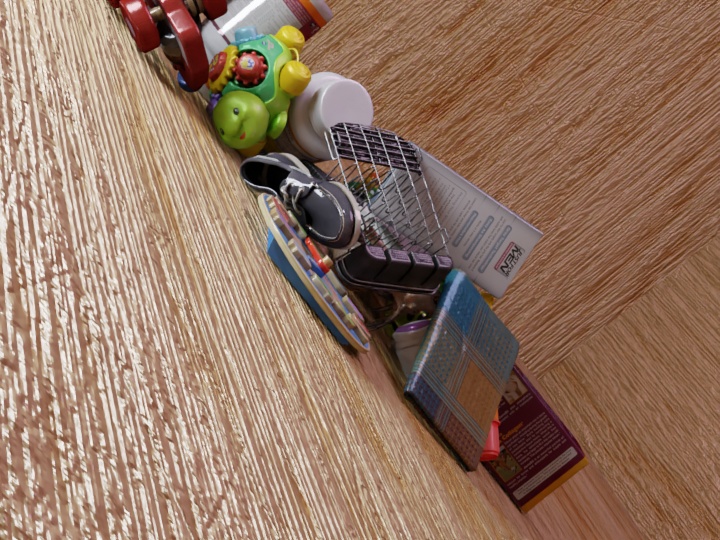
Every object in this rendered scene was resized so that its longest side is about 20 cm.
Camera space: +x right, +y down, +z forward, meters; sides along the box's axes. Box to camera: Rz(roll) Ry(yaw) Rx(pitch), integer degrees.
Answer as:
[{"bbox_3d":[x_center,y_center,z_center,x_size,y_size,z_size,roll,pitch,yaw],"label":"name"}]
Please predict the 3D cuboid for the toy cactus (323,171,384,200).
[{"bbox_3d":[-0.015,-0.101,1.968,0.162,0.104,0.200,13,18,6],"label":"toy cactus"}]

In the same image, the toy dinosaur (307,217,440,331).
[{"bbox_3d":[0.000,0.000,1.674,0.199,0.086,0.136,34,-19,42],"label":"toy dinosaur"}]

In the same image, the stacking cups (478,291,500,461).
[{"bbox_3d":[0.142,0.129,1.696,0.060,0.060,0.203,42,41,-58],"label":"stacking cups"}]

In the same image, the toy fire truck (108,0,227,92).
[{"bbox_3d":[-0.225,-0.298,1.632,0.201,0.111,0.169,56,-11,30],"label":"toy fire truck"}]

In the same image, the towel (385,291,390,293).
[{"bbox_3d":[0.037,0.002,1.903,0.199,0.032,0.191,33,-8,43],"label":"towel"}]

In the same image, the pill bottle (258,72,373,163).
[{"bbox_3d":[-0.065,-0.192,1.784,0.110,0.109,0.199,49,-24,-19],"label":"pill bottle"}]

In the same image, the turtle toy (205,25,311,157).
[{"bbox_3d":[-0.137,-0.219,1.705,0.100,0.146,0.202,23,35,-27],"label":"turtle toy"}]

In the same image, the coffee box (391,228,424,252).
[{"bbox_3d":[0.084,0.015,2.074,0.201,0.080,0.114,51,-14,-12],"label":"coffee box"}]

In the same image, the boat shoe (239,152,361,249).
[{"bbox_3d":[-0.070,-0.078,1.548,0.062,0.074,0.200,2,24,-36],"label":"boat shoe"}]

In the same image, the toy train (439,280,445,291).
[{"bbox_3d":[0.097,0.015,1.768,0.200,0.041,0.057,-1,72,-73],"label":"toy train"}]

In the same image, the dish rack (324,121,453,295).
[{"bbox_3d":[0.025,-0.076,1.600,0.152,0.054,0.202,8,55,-41],"label":"dish rack"}]

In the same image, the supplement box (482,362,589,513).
[{"bbox_3d":[0.190,0.195,1.795,0.201,0.110,0.086,51,5,-9],"label":"supplement box"}]

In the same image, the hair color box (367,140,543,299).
[{"bbox_3d":[0.116,-0.063,1.718,0.199,0.100,0.061,34,6,-6],"label":"hair color box"}]

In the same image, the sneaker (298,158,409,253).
[{"bbox_3d":[-0.016,-0.064,1.763,0.200,0.074,0.088,49,33,10],"label":"sneaker"}]

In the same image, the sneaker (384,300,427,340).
[{"bbox_3d":[0.103,0.103,1.858,0.200,0.074,0.084,49,10,-26],"label":"sneaker"}]

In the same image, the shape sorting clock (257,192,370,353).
[{"bbox_3d":[-0.046,0.001,1.465,0.201,0.039,0.200,51,6,-7],"label":"shape sorting clock"}]

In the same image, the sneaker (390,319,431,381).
[{"bbox_3d":[0.078,0.117,1.699,0.200,0.074,0.101,32,42,-80],"label":"sneaker"}]

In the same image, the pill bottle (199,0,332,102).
[{"bbox_3d":[-0.142,-0.314,1.831,0.110,0.199,0.110,50,6,-7],"label":"pill bottle"}]

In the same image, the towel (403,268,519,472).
[{"bbox_3d":[0.119,0.113,1.616,0.147,0.022,0.201,50,44,-26],"label":"towel"}]
